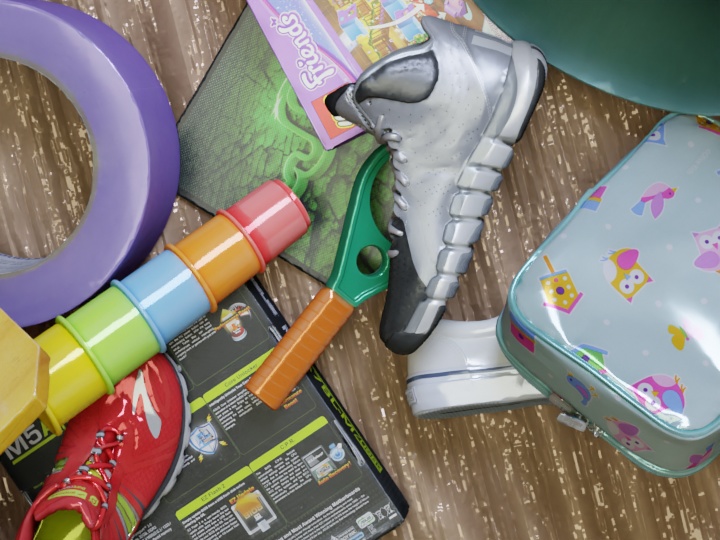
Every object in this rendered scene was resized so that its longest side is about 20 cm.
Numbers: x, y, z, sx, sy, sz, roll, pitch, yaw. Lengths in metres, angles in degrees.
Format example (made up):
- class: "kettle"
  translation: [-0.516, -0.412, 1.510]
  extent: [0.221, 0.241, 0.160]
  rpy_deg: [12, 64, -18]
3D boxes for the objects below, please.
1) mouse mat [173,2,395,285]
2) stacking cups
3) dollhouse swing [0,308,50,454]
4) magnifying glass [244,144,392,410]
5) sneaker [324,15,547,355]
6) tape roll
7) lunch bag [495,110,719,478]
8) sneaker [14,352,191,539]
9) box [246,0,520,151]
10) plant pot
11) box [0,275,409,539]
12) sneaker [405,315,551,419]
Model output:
- class: "mouse mat"
  translation: [-0.017, -0.103, 1.309]
  extent: [0.161, 0.008, 0.200]
  rpy_deg: [31, 98, 2]
- class: "stacking cups"
  translation: [-0.117, 0.019, 1.256]
  extent: [0.200, 0.061, 0.061]
  rpy_deg: [-35, 92, -17]
- class: "dollhouse swing"
  translation: [-0.268, 0.117, 1.240]
  extent: [0.176, 0.182, 0.200]
  rpy_deg: [-37, 52, -21]
- class: "magnifying glass"
  translation: [0.000, 0.000, 1.283]
  extent: [0.080, 0.022, 0.200]
  rpy_deg: [40, 83, -17]
- class: "sneaker"
  translation: [0.023, -0.058, 1.243]
  extent: [0.115, 0.075, 0.200]
  rpy_deg: [23, 95, -3]
- class: "tape roll"
  translation: [-0.217, -0.067, 1.292]
  extent: [0.200, 0.085, 0.200]
  rpy_deg: [1, 96, 8]
- class: "lunch bag"
  translation: [0.185, 0.018, 1.214]
  extent: [0.160, 0.077, 0.200]
  rpy_deg: [39, 65, 12]
- class: "sneaker"
  translation: [-0.158, 0.134, 1.254]
  extent: [0.077, 0.085, 0.200]
  rpy_deg: [19, 79, 4]
- class: "box"
  translation: [-0.006, -0.192, 1.275]
  extent: [0.137, 0.039, 0.200]
  rpy_deg: [-27, 92, 7]
- class: "plant pot"
  translation: [0.174, -0.209, 1.185]
  extent: [0.201, 0.201, 0.161]
  rpy_deg: [25, 73, 3]
- class: "box"
  translation: [-0.103, 0.128, 1.324]
  extent: [0.200, 0.048, 0.193]
  rpy_deg: [-35, 89, 9]
- class: "sneaker"
  translation: [0.125, 0.044, 1.277]
  extent: [0.200, 0.073, 0.071]
  rpy_deg: [-6, 80, 0]
